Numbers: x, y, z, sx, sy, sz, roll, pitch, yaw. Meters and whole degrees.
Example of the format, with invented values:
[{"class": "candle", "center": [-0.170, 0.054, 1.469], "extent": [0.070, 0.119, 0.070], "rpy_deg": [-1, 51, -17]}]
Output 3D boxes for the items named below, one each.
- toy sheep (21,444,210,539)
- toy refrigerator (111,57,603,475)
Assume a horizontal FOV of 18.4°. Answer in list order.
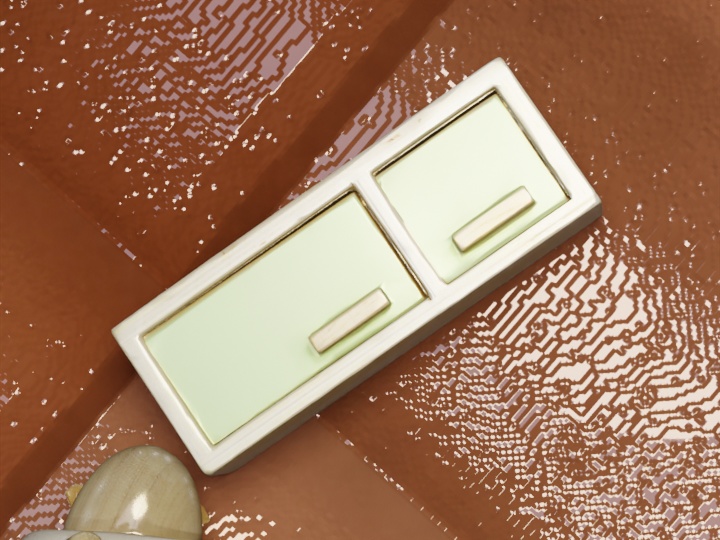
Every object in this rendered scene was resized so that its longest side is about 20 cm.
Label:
[{"class": "toy sheep", "center": [-0.099, 0.172, 0.912], "extent": [0.137, 0.138, 0.201], "rpy_deg": [7, 79, 7]}, {"class": "toy refrigerator", "center": [0.000, 0.000, 0.941], "extent": [0.200, 0.070, 0.076], "rpy_deg": [-34, 83, 4]}]
